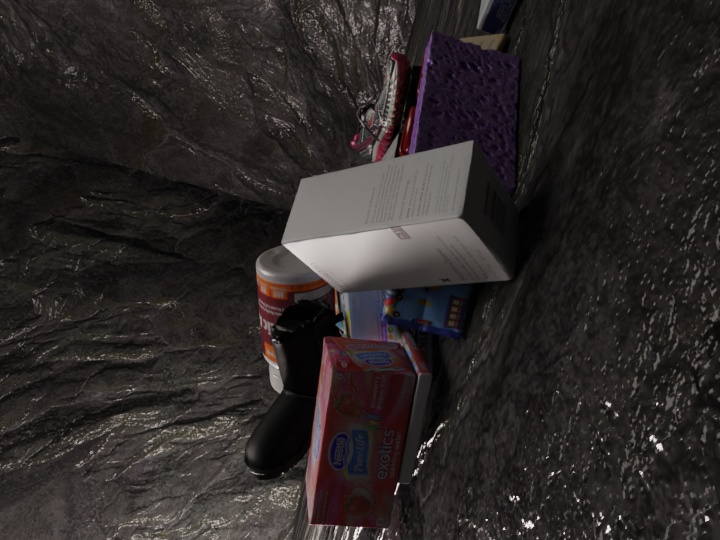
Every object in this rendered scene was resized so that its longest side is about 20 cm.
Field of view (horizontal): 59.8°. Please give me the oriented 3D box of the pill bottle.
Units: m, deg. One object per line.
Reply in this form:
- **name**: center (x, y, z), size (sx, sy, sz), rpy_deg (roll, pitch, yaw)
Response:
- **pill bottle**: center (-0.092, 0.074, 0.921), size (0.115, 0.112, 0.204), rpy_deg (-86, -4, -66)

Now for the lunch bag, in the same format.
- **lunch bag**: center (0.093, -0.015, 0.765), size (0.200, 0.092, 0.154), rpy_deg (-23, -56, -81)

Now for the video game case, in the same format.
- **video game case**: center (0.050, 0.148, 0.802), size (0.200, 0.017, 0.146), rpy_deg (-110, 28, -69)

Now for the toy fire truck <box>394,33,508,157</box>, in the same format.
- **toy fire truck**: center (0.125, -0.250, 0.897), size (0.200, 0.126, 0.179), rpy_deg (79, -157, -77)

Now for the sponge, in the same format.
- **sponge**: center (0.115, -0.171, 0.676), size (0.030, 0.110, 0.203), rpy_deg (115, 168, -56)

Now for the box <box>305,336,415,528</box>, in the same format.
- **box**: center (-0.005, 0.192, 0.749), size (0.095, 0.101, 0.204), rpy_deg (-115, 33, -72)

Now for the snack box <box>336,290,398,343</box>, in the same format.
- **snack box**: center (0.000, 0.000, 0.864), size (0.200, 0.066, 0.172), rpy_deg (-119, 24, -78)

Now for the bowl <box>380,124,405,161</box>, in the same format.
- **bowl**: center (0.076, -0.170, 1.089), size (0.201, 0.074, 0.200), rpy_deg (-58, -5, -26)

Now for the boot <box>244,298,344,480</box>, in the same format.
- **boot**: center (-0.087, 0.142, 0.801), size (0.198, 0.072, 0.165), rpy_deg (-38, -48, -46)

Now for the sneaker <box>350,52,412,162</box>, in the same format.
- **sneaker**: center (0.032, -0.265, 1.043), size (0.081, 0.074, 0.202), rpy_deg (-57, -11, -45)

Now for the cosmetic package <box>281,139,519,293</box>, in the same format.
- **cosmetic package**: center (0.037, -0.042, 0.595), size (0.197, 0.113, 0.082), rpy_deg (-9, 56, 36)

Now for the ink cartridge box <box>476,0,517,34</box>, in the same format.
- **ink cartridge box**: center (0.207, -0.447, 0.805), size (0.200, 0.040, 0.203), rpy_deg (111, 172, -58)

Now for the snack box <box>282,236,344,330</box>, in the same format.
- **snack box**: center (-0.056, 0.024, 1.097), size (0.037, 0.198, 0.118), rpy_deg (-34, -35, -55)

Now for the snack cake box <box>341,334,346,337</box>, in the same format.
- **snack cake box**: center (-0.004, 0.161, 1.069), size (0.200, 0.113, 0.068), rpy_deg (117, 148, -69)

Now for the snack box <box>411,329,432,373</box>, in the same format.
- **snack box**: center (0.080, 0.088, 0.868), size (0.202, 0.024, 0.073), rpy_deg (-83, 5, -52)
